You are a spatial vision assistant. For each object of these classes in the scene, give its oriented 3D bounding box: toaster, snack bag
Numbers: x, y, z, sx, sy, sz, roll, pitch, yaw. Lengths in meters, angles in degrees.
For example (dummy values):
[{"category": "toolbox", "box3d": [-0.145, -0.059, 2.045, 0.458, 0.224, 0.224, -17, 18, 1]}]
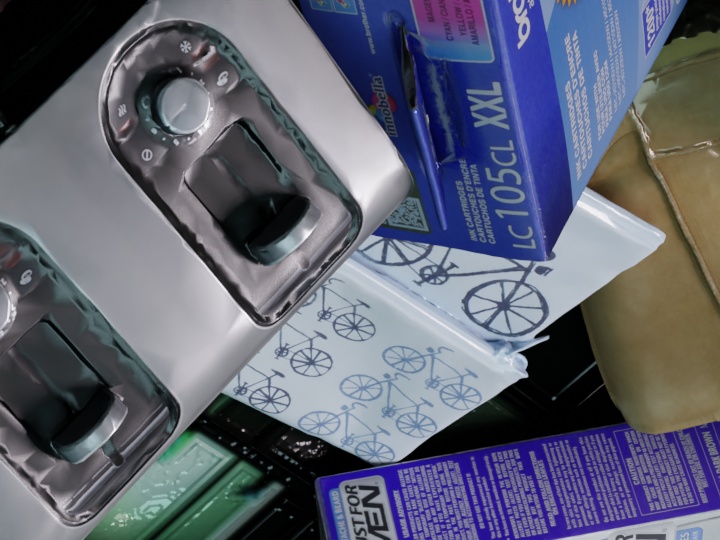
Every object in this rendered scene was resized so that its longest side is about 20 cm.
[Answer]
[{"category": "toaster", "box3d": [-0.105, -0.009, 0.658, 0.181, 0.200, 0.119, -46, 112, -15]}, {"category": "snack bag", "box3d": [0.000, 0.000, 0.835, 0.188, 0.021, 0.200, 30, 132, -28]}]

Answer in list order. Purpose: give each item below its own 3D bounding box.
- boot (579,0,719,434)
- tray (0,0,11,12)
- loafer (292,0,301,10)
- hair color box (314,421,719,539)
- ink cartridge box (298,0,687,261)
[{"category": "boot", "box3d": [0.161, -0.035, 0.855, 0.174, 0.066, 0.200, -17, 127, 16]}, {"category": "tray", "box3d": [-0.084, -0.166, 0.730, 0.107, 0.022, 0.201, 8, 123, -19]}, {"category": "loafer", "box3d": [-0.003, -0.182, 0.699, 0.072, 0.063, 0.201, -16, 136, -39]}, {"category": "hair color box", "box3d": [0.083, 0.133, 0.947, 0.199, 0.065, 0.110, -9, 138, -4]}, {"category": "ink cartridge box", "box3d": [0.045, -0.100, 0.689, 0.076, 0.200, 0.137, 10, 138, 28]}]
